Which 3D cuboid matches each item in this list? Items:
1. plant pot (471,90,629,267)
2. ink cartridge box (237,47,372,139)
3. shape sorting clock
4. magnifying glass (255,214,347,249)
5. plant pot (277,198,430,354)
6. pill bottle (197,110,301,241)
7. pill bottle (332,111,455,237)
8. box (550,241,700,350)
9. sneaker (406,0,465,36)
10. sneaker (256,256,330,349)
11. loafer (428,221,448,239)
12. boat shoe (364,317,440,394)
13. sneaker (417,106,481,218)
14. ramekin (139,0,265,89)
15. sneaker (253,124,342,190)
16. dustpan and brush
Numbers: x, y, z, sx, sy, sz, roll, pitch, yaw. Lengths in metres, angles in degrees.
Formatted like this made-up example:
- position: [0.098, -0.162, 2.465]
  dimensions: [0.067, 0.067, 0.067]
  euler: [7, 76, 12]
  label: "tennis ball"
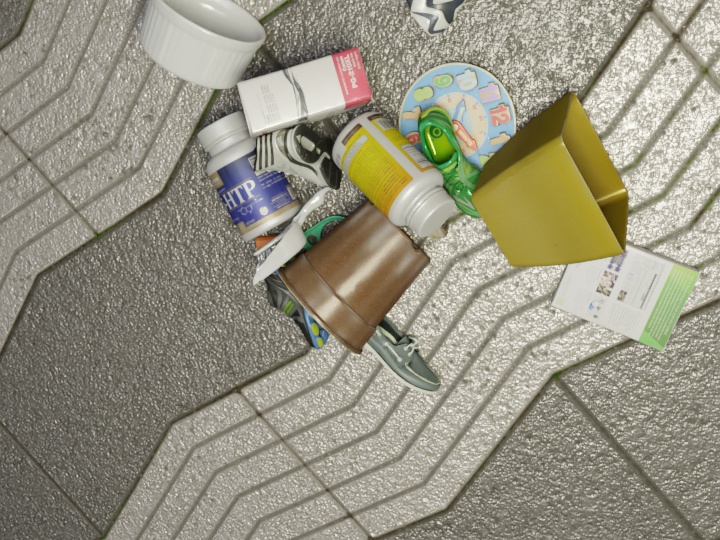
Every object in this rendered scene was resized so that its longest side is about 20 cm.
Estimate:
- position: [0.284, -0.120, 1.288]
  dimensions: [0.175, 0.200, 0.201]
  euler: [-24, 110, 30]
  label: "plant pot"
- position: [-0.093, -0.280, 1.345]
  dimensions: [0.198, 0.145, 0.085]
  euler: [-17, 97, -5]
  label: "ink cartridge box"
- position: [0.157, -0.238, 1.380]
  dimensions: [0.197, 0.039, 0.203]
  euler: [4, 105, 14]
  label: "shape sorting clock"
- position: [-0.094, -0.055, 1.508]
  dimensions: [0.197, 0.022, 0.081]
  euler: [-3, 104, 17]
  label: "magnifying glass"
- position: [0.000, 0.000, 1.404]
  dimensions: [0.198, 0.200, 0.200]
  euler: [-44, 90, 4]
  label: "plant pot"
- position: [-0.197, -0.165, 1.454]
  dimensions: [0.119, 0.120, 0.202]
  euler: [-26, 96, 20]
  label: "pill bottle"
- position: [0.054, -0.148, 1.315]
  dimensions: [0.200, 0.109, 0.110]
  euler: [48, 113, 19]
  label: "pill bottle"
- position: [0.432, 0.028, 1.379]
  dimensions: [0.198, 0.036, 0.146]
  euler: [23, 110, 10]
  label: "box"
- position: [0.101, -0.482, 1.308]
  dimensions: [0.129, 0.079, 0.200]
  euler: [-37, 93, 20]
  label: "sneaker"
- position: [-0.119, 0.052, 1.528]
  dimensions: [0.082, 0.071, 0.201]
  euler: [-25, 101, 44]
  label: "sneaker"
- position: [0.072, -0.126, 1.419]
  dimensions: [0.068, 0.076, 0.201]
  euler: [-41, 82, 23]
  label: "loafer"
- position: [0.070, 0.140, 1.490]
  dimensions: [0.199, 0.073, 0.062]
  euler: [40, 115, 8]
  label: "boat shoe"
- position: [0.145, -0.163, 1.347]
  dimensions: [0.074, 0.084, 0.201]
  euler: [-27, 104, 28]
  label: "sneaker"
- position: [-0.264, -0.386, 1.376]
  dimensions: [0.199, 0.201, 0.098]
  euler: [34, 118, 4]
  label: "ramekin"
- position: [-0.110, -0.187, 1.398]
  dimensions: [0.114, 0.200, 0.077]
  euler: [0, 76, 23]
  label: "sneaker"
- position: [-0.118, -0.061, 1.406]
  dimensions: [0.199, 0.140, 0.057]
  euler: [-37, 99, 0]
  label: "dustpan and brush"
